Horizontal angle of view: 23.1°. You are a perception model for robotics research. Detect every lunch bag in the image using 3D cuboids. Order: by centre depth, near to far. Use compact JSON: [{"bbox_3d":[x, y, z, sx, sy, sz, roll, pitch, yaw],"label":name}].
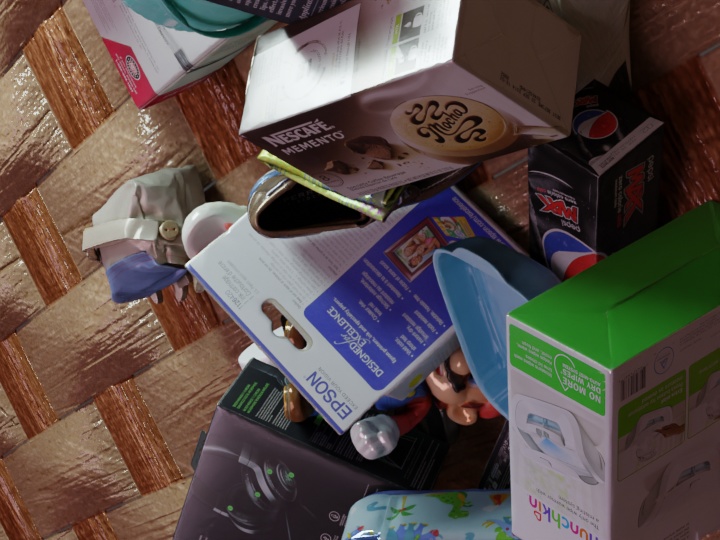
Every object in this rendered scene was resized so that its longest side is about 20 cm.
[{"bbox_3d":[0.087,0.252,1.359,0.198,0.083,0.162,-3,118,12],"label":"lunch bag"}]

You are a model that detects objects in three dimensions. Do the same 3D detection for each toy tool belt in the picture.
[{"bbox_3d":[-0.206,-0.012,1.712,0.200,0.124,0.124,-35,75,58],"label":"toy tool belt"}]

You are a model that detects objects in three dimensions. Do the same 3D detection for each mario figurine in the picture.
[{"bbox_3d":[0.038,0.072,1.379,0.106,0.198,0.124,-89,-4,-67],"label":"mario figurine"}]

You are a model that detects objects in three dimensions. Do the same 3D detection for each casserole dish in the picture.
[{"bbox_3d":[0.117,0.050,1.253,0.121,0.039,0.201,30,153,43],"label":"casserole dish"}]

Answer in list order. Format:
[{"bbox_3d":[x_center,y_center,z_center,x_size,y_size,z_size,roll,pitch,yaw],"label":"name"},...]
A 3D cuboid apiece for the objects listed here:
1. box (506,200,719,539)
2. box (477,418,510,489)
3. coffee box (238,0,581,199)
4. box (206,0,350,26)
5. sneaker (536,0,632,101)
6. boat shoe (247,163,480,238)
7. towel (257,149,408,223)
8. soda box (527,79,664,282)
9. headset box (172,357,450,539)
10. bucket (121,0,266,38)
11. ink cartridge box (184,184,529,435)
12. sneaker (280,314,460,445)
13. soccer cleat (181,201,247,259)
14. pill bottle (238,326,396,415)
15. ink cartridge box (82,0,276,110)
[{"bbox_3d":[0.198,0.080,1.141,0.096,0.199,0.178,29,135,42],"label":"box"},{"bbox_3d":[0.178,0.161,1.363,0.161,0.049,0.201,47,145,25],"label":"box"},{"bbox_3d":[0.029,-0.121,1.145,0.199,0.113,0.080,-13,59,44],"label":"coffee box"},{"bbox_3d":[-0.028,-0.251,1.181,0.107,0.199,0.149,121,160,-52],"label":"box"},{"bbox_3d":[0.144,-0.146,1.190,0.073,0.071,0.201,-111,16,-47],"label":"sneaker"},{"bbox_3d":[0.009,-0.066,1.320,0.073,0.199,0.072,63,-169,-14],"label":"boat shoe"},{"bbox_3d":[0.019,-0.144,1.279,0.143,0.201,0.023,26,174,41],"label":"towel"},{"bbox_3d":[0.158,-0.028,1.201,0.063,0.071,0.201,36,152,31],"label":"soda box"},{"bbox_3d":[-0.052,0.193,1.461,0.199,0.093,0.175,22,117,6],"label":"headset box"},{"bbox_3d":[-0.109,-0.279,1.321,0.208,0.206,0.135,65,158,-3],"label":"bucket"},{"bbox_3d":[0.000,0.000,1.369,0.198,0.200,0.047,46,174,24],"label":"ink cartridge box"},{"bbox_3d":[0.004,0.070,1.474,0.200,0.114,0.076,63,167,-1],"label":"sneaker"},{"bbox_3d":[-0.090,-0.025,1.494,0.069,0.200,0.078,-44,58,18],"label":"soccer cleat"},{"bbox_3d":[-0.023,0.145,1.557,0.115,0.115,0.201,-12,107,56],"label":"pill bottle"},{"bbox_3d":[-0.154,-0.244,1.508,0.200,0.083,0.146,-25,91,57],"label":"ink cartridge box"}]
